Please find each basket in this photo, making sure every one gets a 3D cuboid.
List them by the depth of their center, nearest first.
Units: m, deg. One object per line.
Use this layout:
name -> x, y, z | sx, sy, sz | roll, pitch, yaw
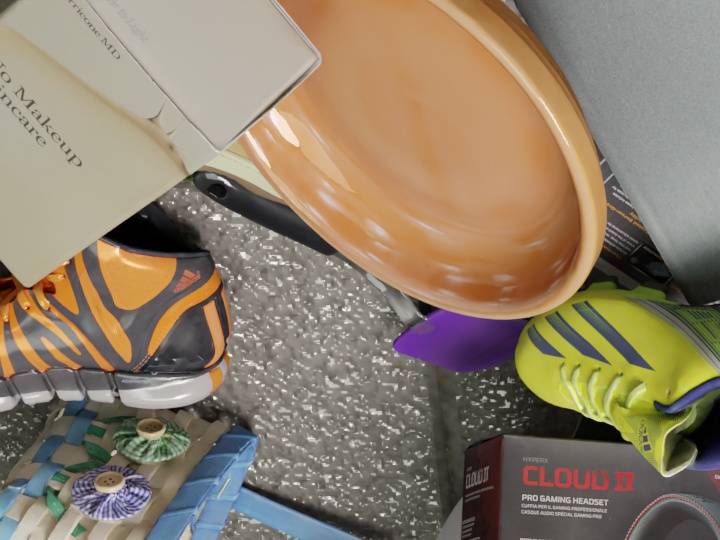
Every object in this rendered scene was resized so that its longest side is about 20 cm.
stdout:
basket -> -0.095, 0.160, 1.386 | 0.200, 0.176, 0.139 | 29, 125, 1

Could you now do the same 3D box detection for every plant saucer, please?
plant saucer -> 0.021, -0.065, 1.142 | 0.200, 0.037, 0.200 | 29, 148, 20

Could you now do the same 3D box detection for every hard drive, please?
hard drive -> 0.162, -0.085, 1.170 | 0.140, 0.033, 0.200 | -19, 122, 24

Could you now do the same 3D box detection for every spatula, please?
spatula -> 0.000, 0.000, 1.321 | 0.200, 0.021, 0.057 | 33, 133, -24

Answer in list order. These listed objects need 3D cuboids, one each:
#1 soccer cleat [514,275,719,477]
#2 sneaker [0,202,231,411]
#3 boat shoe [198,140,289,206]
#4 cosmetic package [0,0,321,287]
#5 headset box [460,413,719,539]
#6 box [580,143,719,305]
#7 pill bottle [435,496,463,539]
soccer cleat -> 0.131, 0.051, 1.220 | 0.065, 0.084, 0.200 | 41, 155, -30
sneaker -> -0.165, 0.007, 1.349 | 0.200, 0.078, 0.112 | -3, 125, -1
boat shoe -> -0.032, -0.076, 1.252 | 0.200, 0.072, 0.076 | 11, 124, 2
cosmetic package -> -0.114, -0.076, 1.170 | 0.104, 0.073, 0.200 | 49, 148, -6
headset box -> 0.124, 0.163, 1.297 | 0.149, 0.200, 0.075 | 6, 169, -12
box -> 0.186, -0.007, 1.281 | 0.200, 0.048, 0.158 | 33, 127, -15
pill bottle -> 0.137, 0.184, 1.401 | 0.200, 0.116, 0.116 | 33, 127, -17
